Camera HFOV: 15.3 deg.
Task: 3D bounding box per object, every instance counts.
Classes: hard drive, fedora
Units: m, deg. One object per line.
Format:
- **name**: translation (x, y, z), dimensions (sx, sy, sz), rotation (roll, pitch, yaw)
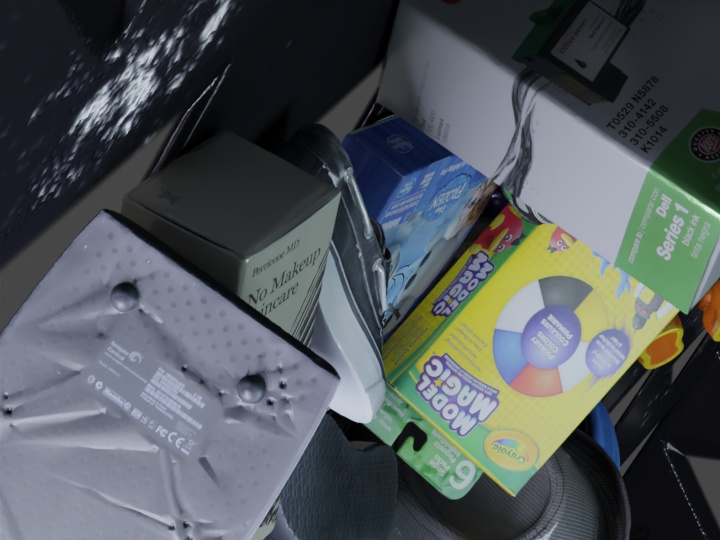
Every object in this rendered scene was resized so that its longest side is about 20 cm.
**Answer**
- **hard drive**: translation (-0.108, 0.085, 1.129), dimensions (0.201, 0.135, 0.042), rotation (-55, 180, 15)
- **fedora**: translation (0.072, 0.139, 1.665), dimensions (0.176, 0.200, 0.091), rotation (-30, 135, -7)

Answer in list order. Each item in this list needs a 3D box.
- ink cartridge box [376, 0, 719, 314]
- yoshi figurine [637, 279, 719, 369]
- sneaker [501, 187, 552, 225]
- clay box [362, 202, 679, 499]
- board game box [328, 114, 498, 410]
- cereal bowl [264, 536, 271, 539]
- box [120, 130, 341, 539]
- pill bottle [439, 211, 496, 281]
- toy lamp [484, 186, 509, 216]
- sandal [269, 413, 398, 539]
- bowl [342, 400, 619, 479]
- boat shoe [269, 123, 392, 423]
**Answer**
- **ink cartridge box**: translation (0.129, -0.097, 1.335), dimensions (0.146, 0.199, 0.085), rotation (-46, 162, -32)
- **yoshi figurine**: translation (0.168, -0.051, 1.639), dimensions (0.112, 0.201, 0.112), rotation (6, 141, -45)
- **sneaker**: translation (0.145, -0.105, 1.445), dimensions (0.078, 0.085, 0.201), rotation (11, 120, -49)
- **clay box**: translation (0.094, 0.039, 1.546), dimensions (0.200, 0.115, 0.048), rotation (-49, -150, -1)
- **board game box**: translation (0.000, 0.000, 1.480), dimensions (0.200, 0.043, 0.200), rotation (-58, 166, 23)
- **cereal bowl**: translation (-0.078, 0.188, 1.611), dimensions (0.200, 0.083, 0.200), rotation (-50, 167, -17)
- **box**: translation (-0.071, 0.046, 1.206), dimensions (0.082, 0.068, 0.201), rotation (-38, 148, -47)
- **pill bottle**: translation (0.094, 0.012, 1.689), dimensions (0.114, 0.114, 0.200), rotation (-60, 166, 27)
- **toy lamp**: translation (0.107, -0.110, 1.550), dimensions (0.058, 0.058, 0.200), rotation (-43, 166, -36)
- **sandal**: translation (-0.027, 0.121, 1.474), dimensions (0.200, 0.043, 0.077), rotation (34, 61, -70)
- **bowl**: translation (0.071, 0.131, 1.767), dimensions (0.201, 0.200, 0.039), rotation (-48, 139, -20)
- **boat shoe**: translation (-0.014, 0.002, 1.326), dimensions (0.068, 0.071, 0.200), rotation (-49, 147, -21)
